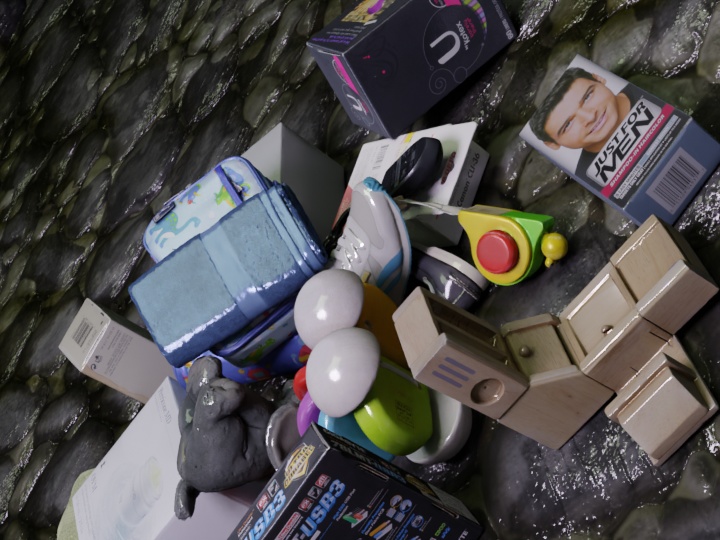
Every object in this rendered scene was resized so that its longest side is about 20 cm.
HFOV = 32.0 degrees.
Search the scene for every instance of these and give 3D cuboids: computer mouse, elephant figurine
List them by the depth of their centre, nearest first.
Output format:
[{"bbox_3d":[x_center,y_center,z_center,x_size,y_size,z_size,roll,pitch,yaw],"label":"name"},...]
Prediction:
[{"bbox_3d":[-0.082,0.164,1.285,0.142,0.197,0.157,-112,39,-59],"label":"elephant figurine"},{"bbox_3d":[0.024,-0.069,1.330,0.200,0.034,0.059,-42,25,36],"label":"computer mouse"}]

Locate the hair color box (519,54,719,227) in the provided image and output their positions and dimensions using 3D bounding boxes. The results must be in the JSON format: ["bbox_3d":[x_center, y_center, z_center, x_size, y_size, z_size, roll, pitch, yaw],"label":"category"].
[{"bbox_3d":[0.238,-0.119,1.167,0.100,0.060,0.200,-53,31,8],"label":"hair color box"}]

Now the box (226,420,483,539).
[{"bbox_3d":[-0.021,0.255,1.078,0.201,0.197,0.050,-55,32,5],"label":"box"}]

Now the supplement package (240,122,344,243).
[{"bbox_3d":[-0.094,-0.054,1.520,0.116,0.117,0.202,-35,39,32],"label":"supplement package"}]

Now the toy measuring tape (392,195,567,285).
[{"bbox_3d":[0.111,-0.027,1.229,0.197,0.074,0.075,11,70,33],"label":"toy measuring tape"}]

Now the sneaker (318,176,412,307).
[{"bbox_3d":[0.000,0.000,1.278,0.077,0.080,0.203,48,145,45],"label":"sneaker"}]

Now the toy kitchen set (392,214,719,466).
[{"bbox_3d":[0.168,0.054,1.001,0.200,0.179,0.164,-49,33,22],"label":"toy kitchen set"}]

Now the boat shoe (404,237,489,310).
[{"bbox_3d":[0.052,0.005,1.312,0.199,0.072,0.063,22,78,54],"label":"boat shoe"}]

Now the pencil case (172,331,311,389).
[{"bbox_3d":[-0.116,0.079,1.415,0.197,0.078,0.088,-15,65,17],"label":"pencil case"}]

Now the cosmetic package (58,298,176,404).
[{"bbox_3d":[-0.255,0.119,1.521,0.074,0.199,0.103,-58,31,-3],"label":"cosmetic package"}]

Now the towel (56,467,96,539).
[{"bbox_3d":[-0.333,0.314,1.619,0.199,0.036,0.150,-24,46,43],"label":"towel"}]

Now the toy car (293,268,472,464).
[{"bbox_3d":[-0.001,0.111,1.195,0.150,0.174,0.201,-44,35,22],"label":"toy car"}]

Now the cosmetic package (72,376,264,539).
[{"bbox_3d":[-0.212,0.268,1.410,0.201,0.122,0.200,-49,33,11],"label":"cosmetic package"}]

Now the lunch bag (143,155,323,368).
[{"bbox_3d":[-0.131,-0.014,1.363,0.160,0.082,0.201,-36,64,5],"label":"lunch bag"}]

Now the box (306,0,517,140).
[{"bbox_3d":[0.059,-0.264,1.428,0.199,0.123,0.106,-40,30,-10],"label":"box"}]

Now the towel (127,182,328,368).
[{"bbox_3d":[-0.133,0.006,1.286,0.198,0.049,0.113,-33,68,6],"label":"towel"}]

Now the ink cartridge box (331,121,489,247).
[{"bbox_3d":[0.065,-0.087,1.375,0.199,0.067,0.118,-5,59,54],"label":"ink cartridge box"}]
